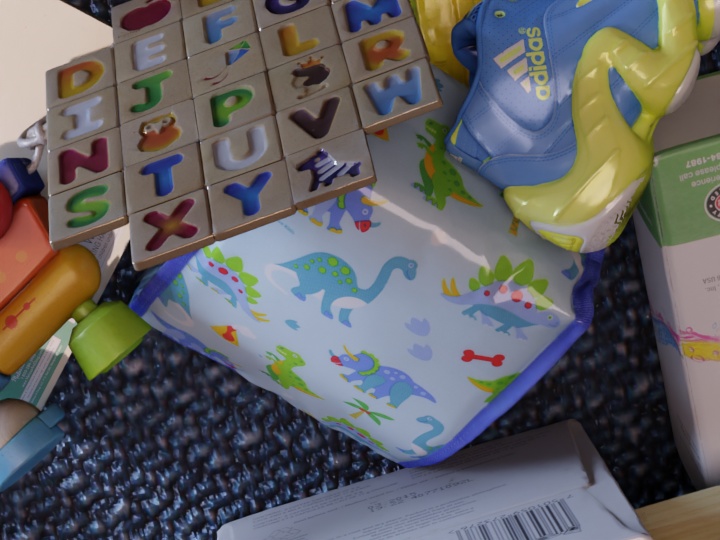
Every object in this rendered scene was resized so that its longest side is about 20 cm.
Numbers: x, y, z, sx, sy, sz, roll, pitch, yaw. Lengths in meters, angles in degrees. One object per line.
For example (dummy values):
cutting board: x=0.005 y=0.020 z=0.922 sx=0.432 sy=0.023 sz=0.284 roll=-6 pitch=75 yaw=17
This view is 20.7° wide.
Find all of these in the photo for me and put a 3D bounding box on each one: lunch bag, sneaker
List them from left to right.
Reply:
lunch bag: x=0.000 y=0.000 z=0.915 sx=0.170 sy=0.128 sz=0.200 roll=31 pitch=134 yaw=-8
sneaker: x=0.102 y=-0.111 z=0.839 sx=0.105 sy=0.076 sz=0.201 roll=28 pitch=71 yaw=4

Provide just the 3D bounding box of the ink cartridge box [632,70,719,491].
ink cartridge box: x=0.211 y=0.004 z=0.933 sx=0.144 sy=0.088 sz=0.201 roll=-15 pitch=114 yaw=0

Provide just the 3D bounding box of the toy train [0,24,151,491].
toy train: x=-0.139 y=-0.001 z=0.903 sx=0.200 sy=0.085 sz=0.116 roll=-44 pitch=92 yaw=4

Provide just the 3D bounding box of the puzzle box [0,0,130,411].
puzzle box: x=-0.175 y=-0.036 z=0.957 sx=0.133 sy=0.025 sz=0.201 roll=28 pitch=97 yaw=-8

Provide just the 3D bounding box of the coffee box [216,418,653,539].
coffee box: x=0.050 y=0.211 z=0.921 sx=0.199 sy=0.200 sz=0.199 roll=-17 pitch=100 yaw=0

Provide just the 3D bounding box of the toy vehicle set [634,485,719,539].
toy vehicle set: x=0.232 y=0.125 z=0.935 sx=0.199 sy=0.124 sz=0.027 roll=-16 pitch=57 yaw=2

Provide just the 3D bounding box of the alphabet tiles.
alphabet tiles: x=-0.054 y=-0.077 z=0.822 sx=0.166 sy=0.200 sz=0.006 roll=-20 pitch=127 yaw=5

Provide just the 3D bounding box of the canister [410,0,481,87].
canister: x=0.113 y=-0.170 z=0.923 sx=0.199 sy=0.087 sz=0.149 roll=-12 pitch=100 yaw=-3
